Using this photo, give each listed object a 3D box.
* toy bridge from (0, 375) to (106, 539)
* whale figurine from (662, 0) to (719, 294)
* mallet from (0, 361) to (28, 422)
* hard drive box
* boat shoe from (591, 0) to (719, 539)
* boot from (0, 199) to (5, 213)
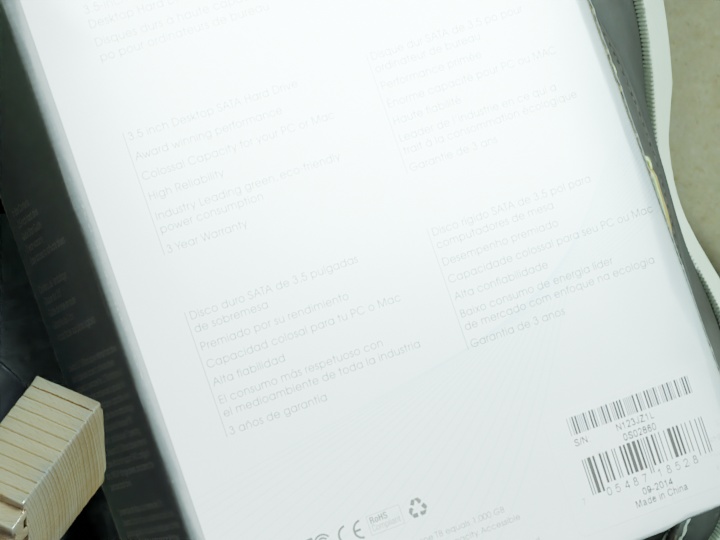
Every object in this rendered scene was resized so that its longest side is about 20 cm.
[{"bbox_3d":[-0.155,0.018,0.607,0.199,0.027,0.067,23,50,14],"label":"toy bridge"},{"bbox_3d":[0.157,-0.016,0.923,0.104,0.159,0.201,2,59,-64],"label":"whale figurine"},{"bbox_3d":[-0.084,0.097,0.808,0.066,0.041,0.200,-48,131,-17],"label":"mallet"},{"bbox_3d":[-0.005,-0.008,0.775,0.155,0.077,0.201,-18,89,-19],"label":"hard drive box"},{"bbox_3d":[0.067,-0.005,0.881,0.060,0.071,0.203,-15,93,-54],"label":"boat shoe"},{"bbox_3d":[-0.127,-0.002,0.811,0.197,0.073,0.164,17,78,-24],"label":"boot"}]
